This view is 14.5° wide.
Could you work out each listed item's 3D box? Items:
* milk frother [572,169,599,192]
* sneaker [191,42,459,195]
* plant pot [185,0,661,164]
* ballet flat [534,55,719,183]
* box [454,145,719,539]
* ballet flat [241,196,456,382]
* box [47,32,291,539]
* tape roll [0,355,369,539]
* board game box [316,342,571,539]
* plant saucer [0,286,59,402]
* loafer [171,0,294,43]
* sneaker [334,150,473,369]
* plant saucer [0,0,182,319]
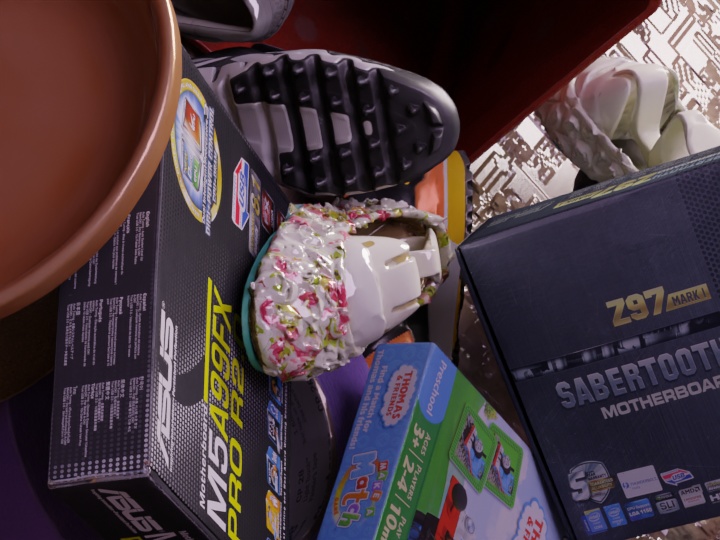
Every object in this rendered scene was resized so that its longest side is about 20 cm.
[{"bbox_3d":[0.207,0.036,1.462,0.187,0.181,0.201,-4,96,-5],"label":"milk frother"},{"bbox_3d":[-0.037,-0.075,1.301,0.090,0.199,0.067,-35,119,-57],"label":"sneaker"},{"bbox_3d":[0.028,-0.190,1.408,0.200,0.200,0.177,38,39,-16],"label":"plant pot"},{"bbox_3d":[0.148,-0.059,1.353,0.072,0.072,0.200,3,36,-36],"label":"ballet flat"},{"bbox_3d":[0.161,0.027,1.268,0.051,0.199,0.158,-39,110,-61],"label":"box"},{"bbox_3d":[0.000,0.000,1.233,0.200,0.064,0.076,-47,129,-73],"label":"ballet flat"},{"bbox_3d":[-0.073,0.026,1.158,0.160,0.044,0.201,57,29,-57],"label":"box"},{"bbox_3d":[-0.084,0.078,1.255,0.199,0.066,0.201,17,58,-30],"label":"tape roll"},{"bbox_3d":[0.050,0.150,1.281,0.200,0.036,0.152,48,49,-42],"label":"board game box"},{"bbox_3d":[-0.193,-0.036,1.180,0.199,0.035,0.201,1,73,-3],"label":"plant saucer"},{"bbox_3d":[-0.124,-0.162,1.312,0.199,0.070,0.070,22,25,3],"label":"loafer"},{"bbox_3d":[0.003,0.033,1.357,0.090,0.070,0.201,7,70,0],"label":"sneaker"},{"bbox_3d":[-0.160,-0.059,1.120,0.037,0.199,0.201,52,33,-56],"label":"plant saucer"}]
